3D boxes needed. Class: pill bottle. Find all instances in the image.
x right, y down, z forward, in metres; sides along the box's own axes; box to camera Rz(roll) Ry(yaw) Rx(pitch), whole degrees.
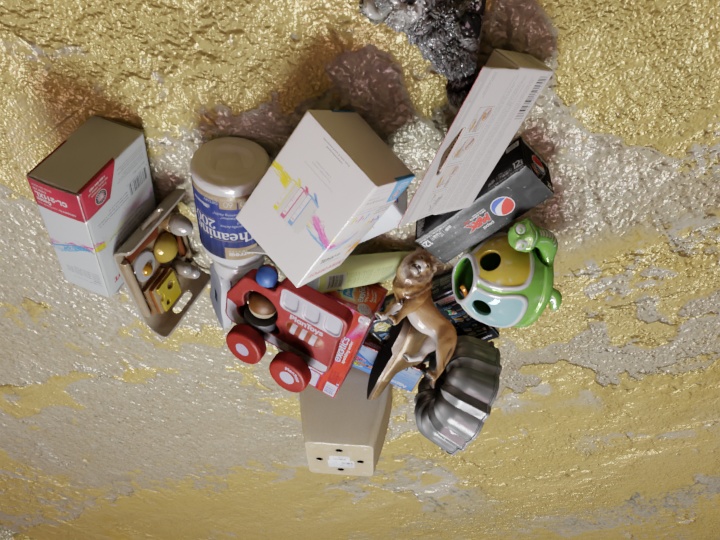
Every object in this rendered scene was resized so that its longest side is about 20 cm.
[{"bbox_3d":[-0.182,-0.080,0.861,0.108,0.113,0.202,7,138,-1],"label":"pill bottle"}]

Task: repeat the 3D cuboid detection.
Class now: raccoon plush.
[{"bbox_3d":[0.068,-0.252,0.667,0.131,0.098,0.202,8,139,9],"label":"raccoon plush"}]

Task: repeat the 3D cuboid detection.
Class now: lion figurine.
[{"bbox_3d":[0.104,0.074,0.945,0.202,0.122,0.072,59,157,-17],"label":"lion figurine"}]

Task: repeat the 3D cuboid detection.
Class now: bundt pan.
[{"bbox_3d":[0.152,0.198,1.001,0.075,0.204,0.203,25,136,-8],"label":"bundt pan"}]

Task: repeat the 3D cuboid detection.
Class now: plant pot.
[{"bbox_3d":[-0.034,0.306,1.217,0.195,0.180,0.202,3,138,3],"label":"plant pot"}]

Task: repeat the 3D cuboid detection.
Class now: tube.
[{"bbox_3d":[0.000,0.000,0.931,0.197,0.053,0.057,-7,-169,-38],"label":"tube"}]

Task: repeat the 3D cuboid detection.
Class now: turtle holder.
[{"bbox_3d":[0.217,0.011,0.873,0.129,0.145,0.185,3,173,-16],"label":"turtle holder"}]

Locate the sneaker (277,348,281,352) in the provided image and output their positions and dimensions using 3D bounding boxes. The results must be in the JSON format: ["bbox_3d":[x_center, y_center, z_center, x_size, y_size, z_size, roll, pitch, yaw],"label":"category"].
[{"bbox_3d":[-0.131,0.111,1.074,0.076,0.092,0.202,20,137,3],"label":"sneaker"}]

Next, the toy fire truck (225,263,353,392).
[{"bbox_3d":[-0.112,0.070,0.888,0.197,0.112,0.170,29,135,10],"label":"toy fire truck"}]

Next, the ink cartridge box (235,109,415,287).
[{"bbox_3d":[-0.051,-0.086,0.765,0.125,0.128,0.201,46,119,9],"label":"ink cartridge box"}]

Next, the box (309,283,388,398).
[{"bbox_3d":[-0.040,0.105,1.017,0.098,0.096,0.202,27,125,6],"label":"box"}]

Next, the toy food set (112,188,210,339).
[{"bbox_3d":[-0.293,-0.007,0.921,0.059,0.145,0.202,15,140,16],"label":"toy food set"}]

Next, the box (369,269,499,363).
[{"bbox_3d":[0.127,0.092,1.063,0.197,0.047,0.159,-25,130,29],"label":"box"}]

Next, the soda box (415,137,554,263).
[{"bbox_3d":[0.170,-0.094,0.842,0.070,0.064,0.199,33,132,-28],"label":"soda box"}]

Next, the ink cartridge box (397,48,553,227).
[{"bbox_3d":[0.122,-0.154,0.691,0.045,0.175,0.202,44,126,23],"label":"ink cartridge box"}]

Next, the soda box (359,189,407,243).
[{"bbox_3d":[-0.028,-0.078,0.878,0.197,0.069,0.064,-21,132,27],"label":"soda box"}]

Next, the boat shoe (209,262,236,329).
[{"bbox_3d":[-0.222,0.042,1.030,0.064,0.075,0.201,-20,163,-23],"label":"boat shoe"}]

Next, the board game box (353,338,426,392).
[{"bbox_3d":[0.021,0.167,1.130,0.196,0.020,0.104,23,146,3],"label":"board game box"}]

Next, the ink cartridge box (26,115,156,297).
[{"bbox_3d":[-0.366,-0.086,0.840,0.081,0.147,0.202,18,138,7],"label":"ink cartridge box"}]

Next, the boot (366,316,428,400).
[{"bbox_3d":[0.068,0.164,1.044,0.074,0.074,0.202,18,125,-14],"label":"boot"}]
